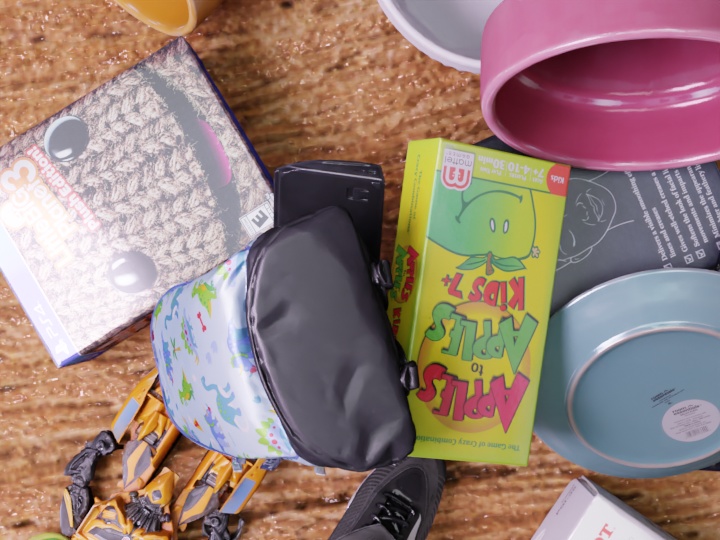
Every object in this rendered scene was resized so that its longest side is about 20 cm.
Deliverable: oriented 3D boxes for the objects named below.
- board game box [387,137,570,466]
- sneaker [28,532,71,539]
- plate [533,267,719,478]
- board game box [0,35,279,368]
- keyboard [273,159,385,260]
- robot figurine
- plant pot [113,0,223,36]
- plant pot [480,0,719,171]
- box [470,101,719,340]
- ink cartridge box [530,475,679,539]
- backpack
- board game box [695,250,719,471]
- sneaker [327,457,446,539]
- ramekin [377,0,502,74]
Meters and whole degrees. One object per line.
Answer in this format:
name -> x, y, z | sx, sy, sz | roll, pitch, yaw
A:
board game box -> 0.071, 0.022, 0.797 | 0.101, 0.048, 0.202 | 9, 89, -25
sneaker -> -0.203, 0.292, 0.906 | 0.074, 0.084, 0.200 | -37, 90, 1
plate -> 0.211, 0.083, 0.845 | 0.199, 0.026, 0.201 | 1, 127, 1
board game box -> -0.170, -0.049, 0.902 | 0.199, 0.097, 0.160 | -32, 89, 0
keyboard -> 0.000, 0.000, 0.870 | 0.126, 0.201, 0.021 | 8, 48, 4
robot figurine -> -0.142, 0.152, 0.918 | 0.145, 0.058, 0.201 | 33, 90, 2
plant pot -> -0.130, -0.305, 0.868 | 0.200, 0.200, 0.183 | 42, 75, 1
plant pot -> 0.174, -0.180, 0.756 | 0.198, 0.200, 0.180 | 1, 73, 1
box -> 0.156, -0.042, 0.891 | 0.199, 0.107, 0.149 | -23, 90, 0
ink cartridge box -> 0.209, 0.272, 0.899 | 0.199, 0.083, 0.147 | 34, 90, 1
backpack -> -0.059, 0.052, 0.798 | 0.153, 0.200, 0.164 | -17, 95, -11
board game box -> 0.307, 0.066, 0.866 | 0.134, 0.035, 0.201 | 4, 128, 1
sneaker -> 0.007, 0.206, 0.878 | 0.066, 0.091, 0.200 | 41, 68, 0
ramekin -> 0.099, -0.239, 0.895 | 0.199, 0.105, 0.202 | 0, 89, 1
